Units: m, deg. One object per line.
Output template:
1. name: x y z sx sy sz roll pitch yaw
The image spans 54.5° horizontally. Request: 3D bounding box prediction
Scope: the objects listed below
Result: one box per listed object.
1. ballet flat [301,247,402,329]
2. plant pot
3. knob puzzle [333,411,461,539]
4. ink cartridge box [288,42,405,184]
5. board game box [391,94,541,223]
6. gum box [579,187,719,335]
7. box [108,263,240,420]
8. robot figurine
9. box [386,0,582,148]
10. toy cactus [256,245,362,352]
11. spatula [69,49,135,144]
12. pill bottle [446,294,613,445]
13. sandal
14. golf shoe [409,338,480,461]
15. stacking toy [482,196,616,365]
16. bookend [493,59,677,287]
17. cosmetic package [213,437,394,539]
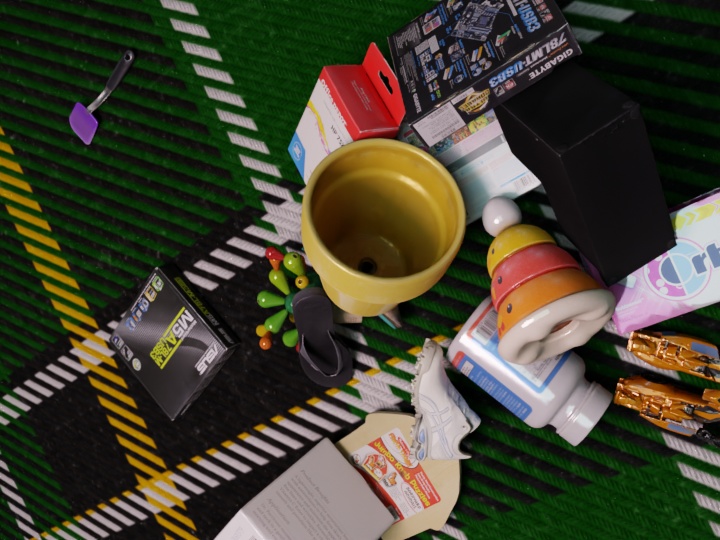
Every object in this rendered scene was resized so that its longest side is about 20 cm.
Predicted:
1. ballet flat: 0.000 0.000 1.026 0.200 0.068 0.067 41 90 13
2. plant pot: 0.018 -0.036 0.909 0.201 0.200 0.189 45 157 12
3. knob puzzle: 0.072 0.299 1.061 0.217 0.030 0.223 5 101 26
4. ink cartridge box: -0.020 -0.191 0.940 0.117 0.067 0.200 61 144 22
5. board game box: 0.136 -0.171 0.926 0.147 0.064 0.202 -27 88 27
6. gum box: 0.374 -0.011 0.834 0.199 0.066 0.115 -26 89 28
7. box: -0.329 0.125 1.219 0.193 0.047 0.200 48 116 13
8. robot figurine: 0.418 0.145 0.846 0.198 0.058 0.147 15 107 24
9. box: 0.134 -0.265 0.820 0.197 0.050 0.201 -28 43 20
10. toy cactus: -0.077 0.054 1.046 0.163 0.103 0.202 8 124 2
11. spatula: -0.446 -0.305 1.210 0.057 0.021 0.200 45 113 -2
12. pill bottle: 0.220 0.132 0.912 0.199 0.112 0.113 39 114 15
13. sandal: -0.059 0.112 1.025 0.075 0.043 0.201 -18 132 -1
14. golf shoe: 0.117 0.178 0.949 0.096 0.079 0.202 6 126 15
15. stacking toy: 0.198 -0.002 0.839 0.146 0.145 0.202 -38 58 27
16. bookend: 0.245 -0.122 0.797 0.092 0.199 0.201 -31 126 5
17. cosmetic package: -0.091 0.396 1.045 0.165 0.199 0.165 48 131 13
